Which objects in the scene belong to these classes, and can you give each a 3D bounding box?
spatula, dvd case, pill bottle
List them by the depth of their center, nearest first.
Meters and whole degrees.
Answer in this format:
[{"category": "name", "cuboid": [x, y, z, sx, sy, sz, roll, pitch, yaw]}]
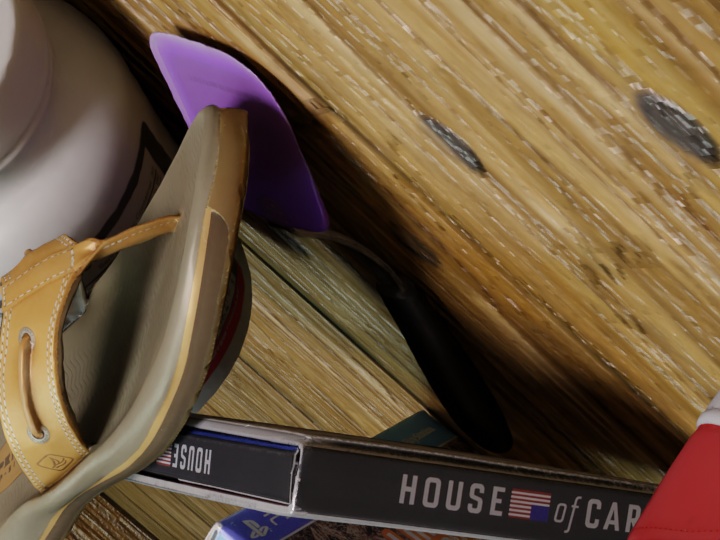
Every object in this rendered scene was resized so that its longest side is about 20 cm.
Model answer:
[{"category": "dvd case", "cuboid": [0.005, 0.063, 0.722, 0.150, 0.025, 0.200, 10, 177, -26]}, {"category": "spatula", "cuboid": [0.000, 0.000, 0.728, 0.056, 0.021, 0.200, 20, 159, 46]}, {"category": "pill bottle", "cuboid": [-0.113, -0.024, 0.774, 0.111, 0.111, 0.200, 34, 167, 26]}]

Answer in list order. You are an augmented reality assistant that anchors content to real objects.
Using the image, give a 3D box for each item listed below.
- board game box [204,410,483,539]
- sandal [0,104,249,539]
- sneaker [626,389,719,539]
[{"category": "board game box", "cuboid": [0.044, 0.162, 0.839, 0.200, 0.097, 0.159, 36, -155, 17]}, {"category": "sandal", "cuboid": [-0.089, 0.026, 0.697, 0.054, 0.081, 0.200, 19, 138, -24]}, {"category": "sneaker", "cuboid": [0.125, 0.104, 0.488, 0.200, 0.113, 0.071, 29, 165, 44]}]
